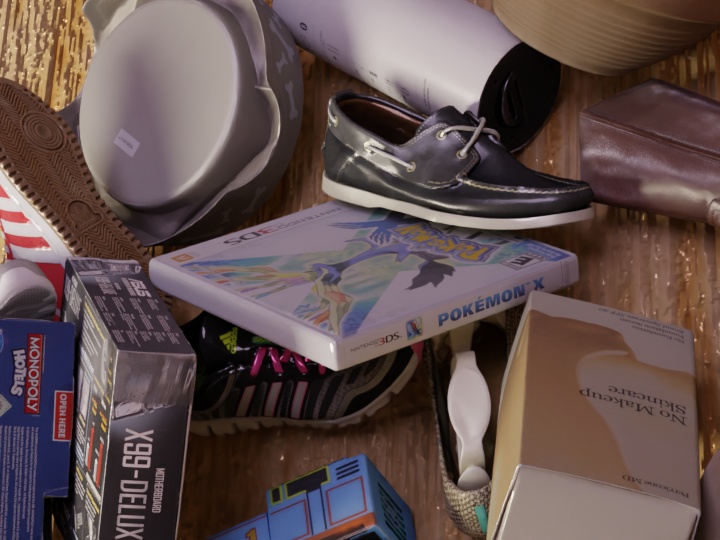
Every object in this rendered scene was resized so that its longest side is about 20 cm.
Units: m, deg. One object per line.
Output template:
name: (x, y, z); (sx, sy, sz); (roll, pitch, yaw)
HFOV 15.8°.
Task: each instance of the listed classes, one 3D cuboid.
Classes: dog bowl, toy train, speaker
dog bowl: (-0.122, -0.108, 1.728); (0.199, 0.059, 0.201); (-10, 73, 37)
toy train: (-0.054, 0.194, 1.530); (0.199, 0.087, 0.115); (-24, 44, 15)
speaker: (0.035, -0.149, 1.693); (0.200, 0.081, 0.081); (31, 78, 38)

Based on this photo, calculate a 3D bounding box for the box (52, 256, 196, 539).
box: (-0.147, 0.094, 1.547); (0.200, 0.049, 0.159); (-134, 49, -69)

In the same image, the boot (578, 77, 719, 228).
boot: (0.196, -0.027, 1.544); (0.199, 0.064, 0.187); (20, 59, 32)

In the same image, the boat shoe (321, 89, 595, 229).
boat shoe: (0.057, -0.066, 1.600); (0.199, 0.072, 0.068); (16, 109, 37)

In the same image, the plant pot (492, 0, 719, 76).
plant pot: (0.144, -0.186, 1.621); (0.201, 0.200, 0.093); (46, 122, 39)

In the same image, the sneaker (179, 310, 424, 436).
sneaker: (-0.056, 0.053, 1.594); (0.199, 0.087, 0.074); (-12, 61, 34)

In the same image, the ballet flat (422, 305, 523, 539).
ballet flat: (0.068, 0.061, 1.549); (0.067, 0.075, 0.201); (-10, 56, 9)

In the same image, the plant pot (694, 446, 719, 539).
plant pot: (0.268, 0.147, 1.338); (0.173, 0.200, 0.200); (19, 70, 51)

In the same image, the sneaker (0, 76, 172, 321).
sneaker: (-0.213, -0.022, 1.698); (0.200, 0.071, 0.112); (56, 135, 9)

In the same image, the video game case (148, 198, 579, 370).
video game case: (0.000, 0.000, 1.562); (0.182, 0.022, 0.200); (-19, 25, -32)

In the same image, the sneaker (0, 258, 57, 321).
sneaker: (-0.258, 0.020, 1.651); (0.200, 0.074, 0.082); (-27, 84, 58)

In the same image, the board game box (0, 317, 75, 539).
board game box: (-0.225, 0.137, 1.612); (0.061, 0.200, 0.201); (4, 84, -14)

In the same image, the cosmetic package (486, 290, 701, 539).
cosmetic package: (0.128, 0.095, 1.419); (0.105, 0.071, 0.200); (14, 27, -2)
